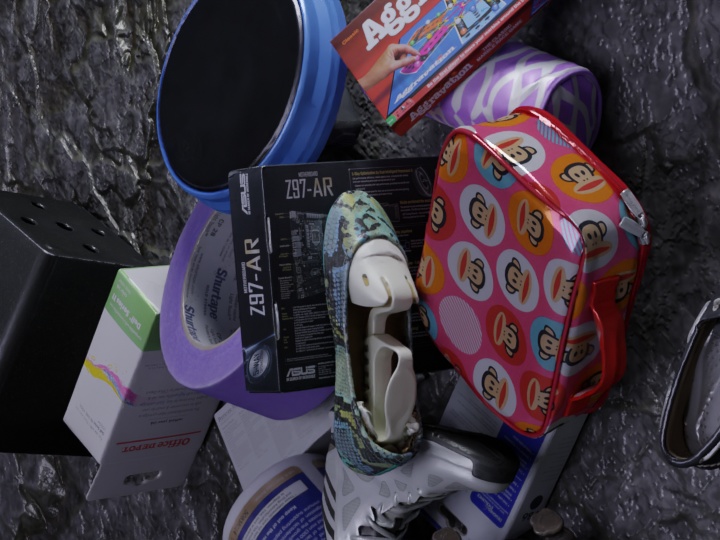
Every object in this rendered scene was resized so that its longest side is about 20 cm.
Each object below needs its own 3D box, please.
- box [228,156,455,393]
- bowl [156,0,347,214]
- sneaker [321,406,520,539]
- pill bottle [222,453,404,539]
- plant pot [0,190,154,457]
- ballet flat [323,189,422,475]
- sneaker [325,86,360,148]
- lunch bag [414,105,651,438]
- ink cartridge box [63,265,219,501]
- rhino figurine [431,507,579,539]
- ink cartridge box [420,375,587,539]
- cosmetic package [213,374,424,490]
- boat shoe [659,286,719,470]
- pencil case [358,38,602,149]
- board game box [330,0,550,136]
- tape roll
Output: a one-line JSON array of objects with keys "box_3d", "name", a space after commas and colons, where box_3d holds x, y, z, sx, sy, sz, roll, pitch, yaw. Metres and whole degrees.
[{"box_3d": [0.000, 0.000, 1.500, 0.043, 0.199, 0.162, -4, 92, 50], "name": "box"}, {"box_3d": [-0.089, -0.145, 1.579, 0.200, 0.039, 0.203, -19, 64, 45], "name": "bowl"}, {"box_3d": [0.040, 0.170, 1.501, 0.200, 0.075, 0.117, 8, 88, 55], "name": "sneaker"}, {"box_3d": [-0.010, 0.246, 1.596, 0.200, 0.115, 0.116, 45, 124, 34], "name": "pill bottle"}, {"box_3d": [-0.297, 0.039, 1.830, 0.200, 0.199, 0.179, 37, 108, 38], "name": "plant pot"}, {"box_3d": [0.016, 0.043, 1.438, 0.074, 0.074, 0.202, -5, 90, 46], "name": "ballet flat"}, {"box_3d": [-0.058, -0.180, 1.634, 0.200, 0.074, 0.085, 53, 127, 29], "name": "sneaker"}, {"box_3d": [0.120, 0.009, 1.382, 0.176, 0.081, 0.201, 47, 142, 35], "name": "lunch bag"}, {"box_3d": [-0.178, 0.095, 1.753, 0.067, 0.116, 0.201, 44, 122, 35], "name": "ink cartridge box"}, {"box_3d": [0.079, 0.225, 1.479, 0.198, 0.088, 0.060, -11, 56, 12], "name": "rhino figurine"}, {"box_3d": [0.109, 0.116, 1.516, 0.099, 0.039, 0.201, 42, 121, 35], "name": "ink cartridge box"}, {"box_3d": [-0.035, 0.102, 1.654, 0.200, 0.050, 0.083, -42, 64, 40], "name": "cosmetic package"}, {"box_3d": [0.251, 0.043, 1.345, 0.074, 0.060, 0.201, 41, 121, 36], "name": "boat shoe"}, {"box_3d": [0.084, -0.130, 1.488, 0.199, 0.084, 0.086, 27, 140, 42], "name": "pencil case"}, {"box_3d": [0.076, -0.196, 1.459, 0.200, 0.019, 0.103, -42, 50, 9], "name": "board game box"}, {"box_3d": [-0.069, 0.009, 1.603, 0.200, 0.084, 0.202, -35, 43, 41], "name": "tape roll"}]
